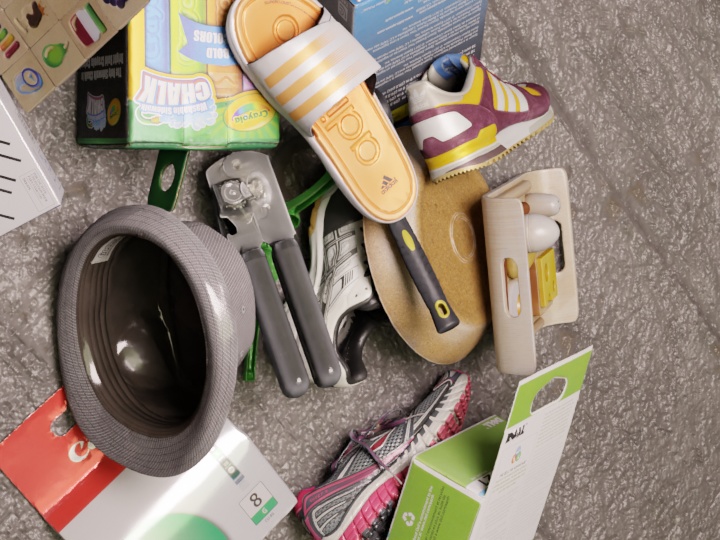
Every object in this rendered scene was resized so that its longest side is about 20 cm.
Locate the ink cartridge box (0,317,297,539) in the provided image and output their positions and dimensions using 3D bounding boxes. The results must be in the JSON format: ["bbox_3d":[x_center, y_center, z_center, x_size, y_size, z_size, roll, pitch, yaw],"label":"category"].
[{"bbox_3d":[-0.165,0.165,1.117,0.161,0.050,0.201,-44,115,-19],"label":"ink cartridge box"}]

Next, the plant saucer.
[{"bbox_3d":[0.072,-0.025,1.181,0.200,0.035,0.202,23,62,-51],"label":"plant saucer"}]

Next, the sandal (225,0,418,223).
[{"bbox_3d":[-0.011,-0.123,1.025,0.079,0.059,0.207,-45,112,-18],"label":"sandal"}]

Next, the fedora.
[{"bbox_3d":[-0.141,0.043,1.066,0.090,0.175,0.202,-22,117,-52],"label":"fedora"}]

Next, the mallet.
[{"bbox_3d":[0.033,-0.050,1.098,0.065,0.041,0.201,-30,81,-15],"label":"mallet"}]

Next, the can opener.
[{"bbox_3d":[-0.070,0.003,1.105,0.053,0.067,0.202,-16,77,-15],"label":"can opener"}]

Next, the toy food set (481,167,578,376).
[{"bbox_3d":[0.156,-0.005,1.218,0.200,0.060,0.145,-29,114,-67],"label":"toy food set"}]

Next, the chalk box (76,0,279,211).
[{"bbox_3d":[-0.137,-0.147,1.060,0.123,0.125,0.202,-3,97,-28],"label":"chalk box"}]

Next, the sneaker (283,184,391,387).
[{"bbox_3d":[0.000,0.000,1.159,0.075,0.087,0.202,16,90,-53],"label":"sneaker"}]

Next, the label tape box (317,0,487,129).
[{"bbox_3d":[0.031,-0.185,1.168,0.143,0.063,0.201,-30,148,-24],"label":"label tape box"}]

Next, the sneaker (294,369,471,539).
[{"bbox_3d":[0.026,0.153,1.209,0.200,0.074,0.081,-45,156,-29],"label":"sneaker"}]

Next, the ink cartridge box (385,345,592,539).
[{"bbox_3d":[0.108,0.152,1.183,0.147,0.075,0.202,-15,125,-55],"label":"ink cartridge box"}]

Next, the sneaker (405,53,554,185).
[{"bbox_3d":[0.100,-0.142,1.171,0.200,0.074,0.091,-41,111,-59],"label":"sneaker"}]

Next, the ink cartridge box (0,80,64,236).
[{"bbox_3d":[-0.299,-0.115,1.001,0.093,0.044,0.201,-27,108,0],"label":"ink cartridge box"}]

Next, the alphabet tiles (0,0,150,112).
[{"bbox_3d":[-0.234,-0.239,0.986,0.201,0.167,0.008,56,27,1],"label":"alphabet tiles"}]

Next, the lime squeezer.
[{"bbox_3d":[-0.065,-0.009,1.148,0.038,0.071,0.201,-5,128,-46],"label":"lime squeezer"}]
